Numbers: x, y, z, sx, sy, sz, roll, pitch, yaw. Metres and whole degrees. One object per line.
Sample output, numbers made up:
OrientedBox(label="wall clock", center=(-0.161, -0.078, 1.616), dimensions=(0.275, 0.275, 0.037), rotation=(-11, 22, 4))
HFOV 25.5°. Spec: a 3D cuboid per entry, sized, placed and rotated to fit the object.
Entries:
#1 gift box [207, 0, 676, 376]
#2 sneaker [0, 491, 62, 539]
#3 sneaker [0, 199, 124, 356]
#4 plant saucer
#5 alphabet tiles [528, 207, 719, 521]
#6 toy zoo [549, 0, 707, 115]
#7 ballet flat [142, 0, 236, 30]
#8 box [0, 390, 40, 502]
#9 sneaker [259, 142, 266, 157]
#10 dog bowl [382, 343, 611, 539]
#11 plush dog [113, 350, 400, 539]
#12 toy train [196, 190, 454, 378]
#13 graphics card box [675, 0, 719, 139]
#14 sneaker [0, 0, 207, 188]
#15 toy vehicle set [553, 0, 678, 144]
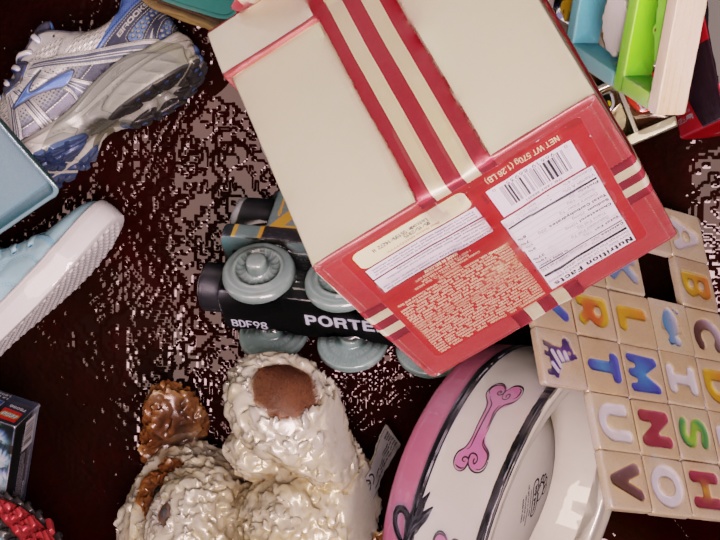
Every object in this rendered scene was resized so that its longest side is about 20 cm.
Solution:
OrientedBox(label="gift box", center=(0.042, -0.090, 0.824), dimensions=(0.184, 0.200, 0.188), rotation=(-28, 56, 6))
OrientedBox(label="sneaker", center=(-0.217, 0.233, 1.009), dimensions=(0.095, 0.079, 0.201), rotation=(-23, 116, -1))
OrientedBox(label="sneaker", center=(-0.248, 0.008, 1.050), dimensions=(0.200, 0.074, 0.082), rotation=(-41, 90, 8))
OrientedBox(label="plant saucer", center=(-0.283, -0.029, 1.017), dimensions=(0.199, 0.019, 0.070), rotation=(-32, 111, 22))
OrientedBox(label="alphabet tiles", center=(0.158, 0.044, 0.915), dimensions=(0.008, 0.166, 0.201), rotation=(-33, 56, 44))
OrientedBox(label="toy zoo", center=(0.136, -0.183, 0.904), dimensions=(0.020, 0.200, 0.132), rotation=(-4, 117, -22))
OrientedBox(label="ballet flat", center=(-0.056, -0.165, 1.003), dimensions=(0.199, 0.063, 0.069), rotation=(31, 103, 20))
OrientedBox(label="box", center=(-0.294, 0.160, 1.050), dimensions=(0.136, 0.040, 0.201), rotation=(17, 113, 10))
OrientedBox(label="sneaker", center=(0.030, -0.080, 0.981), dimensions=(0.198, 0.087, 0.075), rotation=(-5, 99, 19))
OrientedBox(label="dog bowl", center=(0.086, 0.133, 0.942), dimensions=(0.073, 0.200, 0.202), rotation=(18, 95, 28))
OrientedBox(label="plush dog", center=(-0.078, 0.159, 1.010), dimensions=(0.171, 0.160, 0.202), rotation=(0, 75, 27))
OrientedBox(label="toy train", center=(0.000, 0.000, 0.994), dimensions=(0.198, 0.086, 0.114), rotation=(5, 48, 15))
OrientedBox(label="graphics card box", center=(0.198, -0.180, 0.911), dimensions=(0.050, 0.125, 0.202), rotation=(-10, 90, 1))
OrientedBox(label="sneaker", center=(-0.201, -0.113, 1.047), dimensions=(0.199, 0.077, 0.086), rotation=(-30, 77, 2))
OrientedBox(label="toy vehicle set", center=(0.181, -0.151, 0.994), dimensions=(0.199, 0.027, 0.125), rotation=(-23, 87, 10))
